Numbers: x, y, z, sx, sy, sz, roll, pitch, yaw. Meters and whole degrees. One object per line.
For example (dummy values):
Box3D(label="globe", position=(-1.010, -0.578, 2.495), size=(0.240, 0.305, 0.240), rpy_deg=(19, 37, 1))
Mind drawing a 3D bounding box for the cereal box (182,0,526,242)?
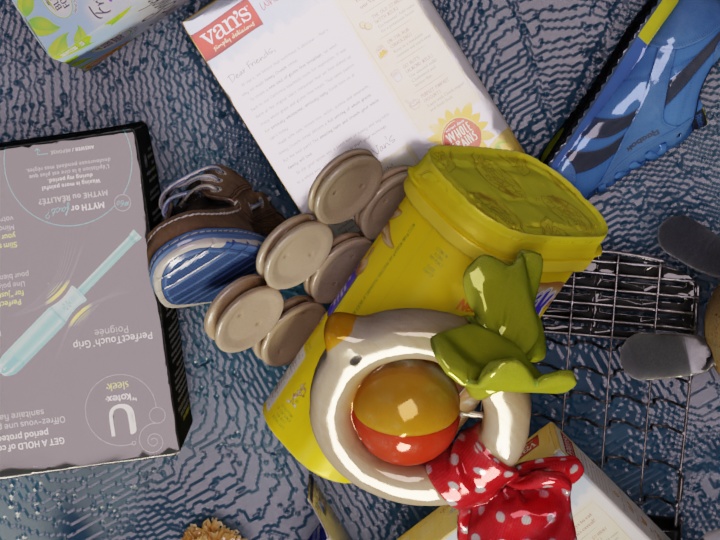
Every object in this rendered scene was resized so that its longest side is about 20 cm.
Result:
Box3D(label="cereal box", position=(-0.002, -0.112, 1.735), size=(0.143, 0.040, 0.201), rpy_deg=(-32, 94, 2))

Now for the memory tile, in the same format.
Box3D(label="memory tile", position=(0.000, 0.000, 1.672), size=(0.017, 0.200, 0.154), rpy_deg=(45, 106, 31))

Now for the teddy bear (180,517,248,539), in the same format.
Box3D(label="teddy bear", position=(-0.130, 0.253, 1.747), size=(0.199, 0.067, 0.146), rpy_deg=(-27, 92, 1))

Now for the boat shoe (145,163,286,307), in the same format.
Box3D(label="boat shoe", position=(-0.092, -0.022, 1.666), size=(0.072, 0.200, 0.073), rpy_deg=(-28, 80, 10))

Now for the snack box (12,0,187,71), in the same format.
Box3D(label="snack box", position=(-0.113, -0.204, 1.662), size=(0.199, 0.169, 0.068), rpy_deg=(-33, 91, 3))

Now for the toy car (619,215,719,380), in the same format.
Box3D(label="toy car", position=(0.267, 0.045, 1.691), size=(0.199, 0.158, 0.165), rpy_deg=(16, 73, 8))

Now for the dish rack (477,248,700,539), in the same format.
Box3D(label="dish rack", position=(0.141, 0.086, 1.746), size=(0.152, 0.055, 0.202), rpy_deg=(5, 92, -2))

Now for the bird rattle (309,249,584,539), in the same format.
Box3D(label="bird rattle", position=(0.052, 0.082, 1.578), size=(0.162, 0.113, 0.201), rpy_deg=(6, 132, 7))

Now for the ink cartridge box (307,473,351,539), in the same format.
Box3D(label="ink cartridge box", position=(0.006, 0.228, 1.731), size=(0.039, 0.099, 0.201), rpy_deg=(-31, 93, 3))

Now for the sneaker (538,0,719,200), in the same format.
Box3D(label="sneaker", position=(0.171, -0.087, 1.727), size=(0.078, 0.066, 0.201), rpy_deg=(36, 93, -7))

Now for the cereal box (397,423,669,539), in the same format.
Box3D(label="cereal box", position=(0.130, 0.206, 1.712), size=(0.144, 0.040, 0.200), rpy_deg=(-38, 113, 16))

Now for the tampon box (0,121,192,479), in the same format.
Box3D(label="tampon box", position=(-0.193, 0.018, 1.699), size=(0.149, 0.126, 0.202), rpy_deg=(-7, 95, 1))

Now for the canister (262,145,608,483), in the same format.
Box3D(label="canister", position=(0.043, 0.029, 1.657), size=(0.087, 0.148, 0.200), rpy_deg=(46, 114, 26))

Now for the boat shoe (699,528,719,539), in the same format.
Box3D(label="boat shoe", position=(0.218, 0.249, 1.670), size=(0.062, 0.072, 0.201), rpy_deg=(-12, 119, -4))
